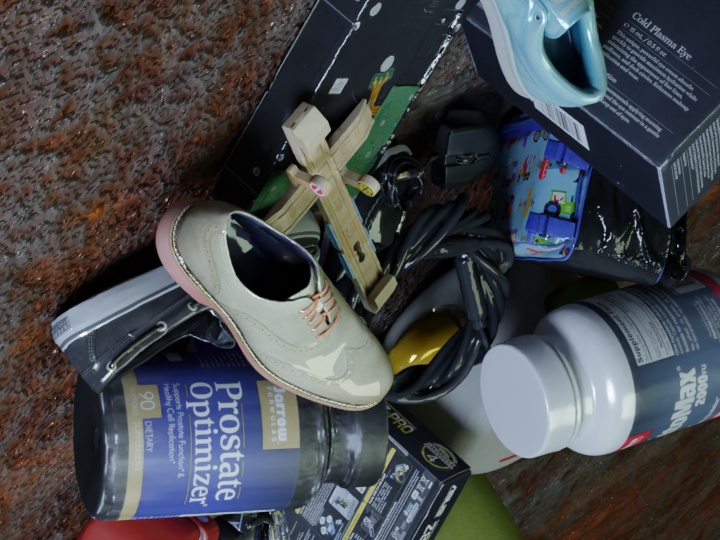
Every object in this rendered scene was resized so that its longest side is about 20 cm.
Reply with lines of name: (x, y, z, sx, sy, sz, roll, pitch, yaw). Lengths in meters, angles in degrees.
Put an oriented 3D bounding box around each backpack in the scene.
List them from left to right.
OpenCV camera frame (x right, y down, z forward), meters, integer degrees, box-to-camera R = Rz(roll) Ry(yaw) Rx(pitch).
backpack: (0.185, -0.097, 1.810, 0.183, 0.134, 0.200, -169, -87, -75)

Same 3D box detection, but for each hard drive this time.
hard drive: (-0.009, -0.123, 1.575, 0.140, 0.038, 0.200, -9, 134, -57)

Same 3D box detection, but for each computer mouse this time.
computer mouse: (0.062, -0.079, 1.715, 0.200, 0.034, 0.059, -34, 137, -63)

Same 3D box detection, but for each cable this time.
cable: (0.047, 0.025, 1.742, 0.163, 0.051, 0.200, -53, 147, -4)

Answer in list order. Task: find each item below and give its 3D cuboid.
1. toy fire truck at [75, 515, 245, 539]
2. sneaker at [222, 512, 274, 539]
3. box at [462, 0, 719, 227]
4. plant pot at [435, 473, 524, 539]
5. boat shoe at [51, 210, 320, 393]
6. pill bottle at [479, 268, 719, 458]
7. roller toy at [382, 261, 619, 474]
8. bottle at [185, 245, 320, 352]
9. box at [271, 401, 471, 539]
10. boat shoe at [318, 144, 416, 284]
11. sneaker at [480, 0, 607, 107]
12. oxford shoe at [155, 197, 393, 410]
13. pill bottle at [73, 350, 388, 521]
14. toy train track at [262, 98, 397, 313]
toy fire truck: (-0.205, 0.230, 1.699, 0.176, 0.129, 0.200, -57, 166, 17)
sneaker: (-0.091, 0.174, 1.840, 0.200, 0.078, 0.070, -57, 156, 19)
box: (0.206, -0.169, 1.681, 0.182, 0.200, 0.104, -45, 156, -8)
plant pot: (0.056, 0.232, 2.040, 0.187, 0.200, 0.187, -39, 155, -22)
boat shoe: (-0.103, 0.023, 1.548, 0.200, 0.066, 0.070, -24, 170, -30)
pill bottle: (0.198, 0.077, 1.820, 0.200, 0.120, 0.120, -15, 143, -29)
roller toy: (0.112, 0.068, 1.962, 0.200, 0.140, 0.183, -32, 159, -14)
bottle: (-0.084, 0.056, 1.682, 0.083, 0.065, 0.200, -25, 147, -48)
box: (-0.017, 0.187, 1.886, 0.049, 0.161, 0.200, -20, 143, -50)
boat shoe: (0.000, 0.000, 1.752, 0.076, 0.060, 0.200, -14, 139, -51)
sneaker: (0.117, -0.194, 1.541, 0.074, 0.082, 0.200, -42, 125, -20)
oxford shoe: (-0.043, 0.027, 1.509, 0.200, 0.074, 0.071, 39, 68, -29)
pill bottle: (-0.088, 0.109, 1.597, 0.200, 0.112, 0.112, -2, 138, -18)
toy train track: (-0.005, -0.035, 1.564, 0.115, 0.032, 0.200, -52, 145, -21)
